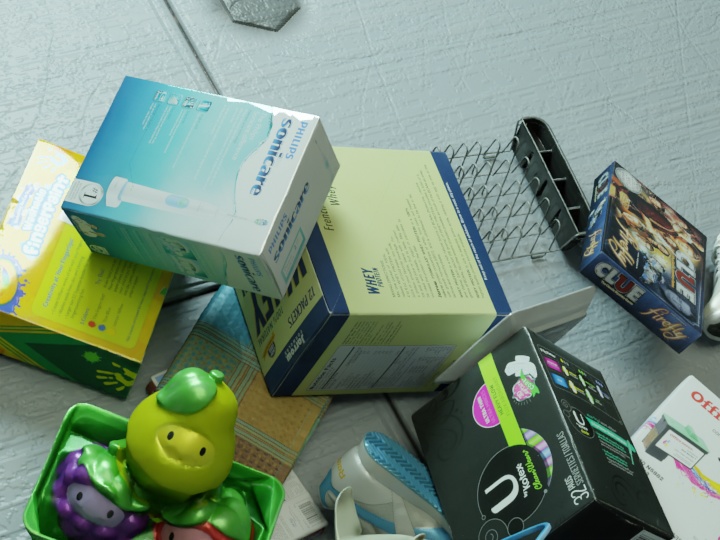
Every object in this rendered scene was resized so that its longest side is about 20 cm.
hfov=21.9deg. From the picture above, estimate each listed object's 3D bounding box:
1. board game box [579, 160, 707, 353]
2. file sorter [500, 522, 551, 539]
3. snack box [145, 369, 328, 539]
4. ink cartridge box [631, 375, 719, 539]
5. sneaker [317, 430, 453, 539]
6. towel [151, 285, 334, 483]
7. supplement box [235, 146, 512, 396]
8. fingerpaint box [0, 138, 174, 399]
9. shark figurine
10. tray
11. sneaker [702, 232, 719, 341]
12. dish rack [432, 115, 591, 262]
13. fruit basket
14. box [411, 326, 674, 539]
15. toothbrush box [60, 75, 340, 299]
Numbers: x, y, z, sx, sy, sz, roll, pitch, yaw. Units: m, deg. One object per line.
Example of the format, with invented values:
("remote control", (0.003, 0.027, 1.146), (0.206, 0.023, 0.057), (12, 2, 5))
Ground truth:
("board game box", (0.292, -0.017, 1.900), (0.135, 0.035, 0.200), (38, 30, -12))
("file sorter", (0.133, 0.322, 1.493), (0.200, 0.123, 0.139), (61, 24, -2))
("snack box", (-0.113, 0.167, 1.690), (0.072, 0.024, 0.200), (-23, 67, -32))
("ink cartridge box", (0.303, 0.217, 1.772), (0.145, 0.084, 0.200), (41, 53, 10))
("sneaker", (0.051, 0.233, 1.677), (0.200, 0.081, 0.077), (43, 20, -12))
("towel", (-0.101, 0.105, 1.715), (0.147, 0.022, 0.200), (32, 43, -3))
("supplement box", (0.000, 0.000, 1.756), (0.200, 0.134, 0.200), (0, 53, -32))
("fingerpaint box", (-0.259, -0.002, 1.723), (0.167, 0.073, 0.200), (20, 52, -7))
("shark figurine", (0.032, 0.269, 1.630), (0.214, 0.090, 0.128), (9, 56, -17))
("tray", (0.154, 0.065, 1.761), (0.022, 0.107, 0.200), (52, 28, 14))
("sneaker", (0.403, 0.001, 1.976), (0.081, 0.075, 0.200), (30, 48, 19))
("dish rack", (0.128, -0.075, 1.930), (0.200, 0.055, 0.153), (-10, 60, -25))
("fruit basket", (-0.164, 0.182, 1.552), (0.216, 0.216, 0.156), (22, 52, -5))
("box", (0.159, 0.182, 1.659), (0.124, 0.149, 0.200), (29, 29, -41))
("toothbrush box", (-0.140, -0.075, 1.650), (0.200, 0.085, 0.146), (12, 65, 21))
